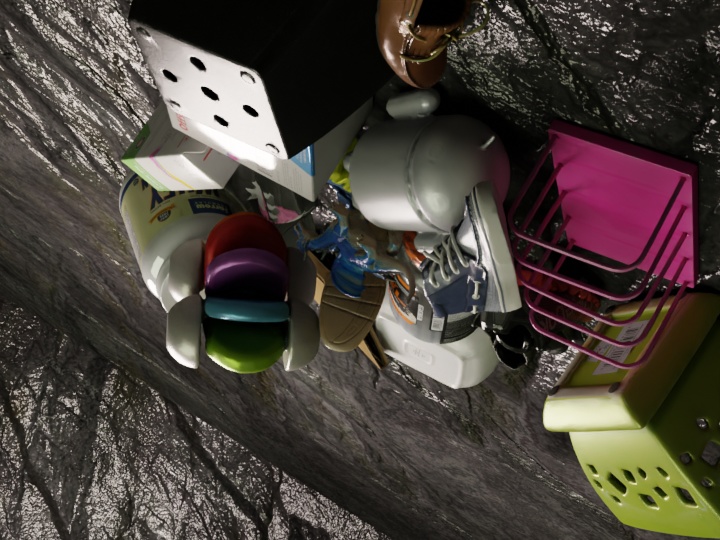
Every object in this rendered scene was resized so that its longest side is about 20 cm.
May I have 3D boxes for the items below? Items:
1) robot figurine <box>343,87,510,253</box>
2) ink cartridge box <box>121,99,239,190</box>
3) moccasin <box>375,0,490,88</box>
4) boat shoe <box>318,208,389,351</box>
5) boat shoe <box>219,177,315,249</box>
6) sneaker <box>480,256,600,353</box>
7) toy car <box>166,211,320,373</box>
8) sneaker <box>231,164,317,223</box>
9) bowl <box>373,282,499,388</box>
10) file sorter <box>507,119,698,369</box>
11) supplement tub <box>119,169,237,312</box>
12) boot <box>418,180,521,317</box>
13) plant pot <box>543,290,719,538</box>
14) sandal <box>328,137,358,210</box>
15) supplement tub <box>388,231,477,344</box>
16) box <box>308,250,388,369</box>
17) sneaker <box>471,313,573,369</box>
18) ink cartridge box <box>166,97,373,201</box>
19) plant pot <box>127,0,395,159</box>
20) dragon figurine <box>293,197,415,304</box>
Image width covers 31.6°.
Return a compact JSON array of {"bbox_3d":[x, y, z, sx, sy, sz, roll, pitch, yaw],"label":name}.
[{"bbox_3d":[0.067,-0.095,1.254,0.200,0.113,0.170,6,117,53],"label":"robot figurine"},{"bbox_3d":[-0.181,-0.156,1.473,0.067,0.117,0.200,42,159,-29],"label":"ink cartridge box"},{"bbox_3d":[0.060,-0.218,1.048,0.078,0.074,0.202,34,152,19],"label":"moccasin"},{"bbox_3d":[0.000,0.000,1.473,0.072,0.201,0.065,9,167,7],"label":"boat shoe"},{"bbox_3d":[-0.134,-0.099,1.618,0.202,0.074,0.065,43,177,-28],"label":"boat shoe"},{"bbox_3d":[0.188,0.042,1.357,0.071,0.098,0.200,12,178,39],"label":"sneaker"},{"bbox_3d":[-0.131,0.017,1.455,0.174,0.201,0.150,4,136,-10],"label":"toy car"},{"bbox_3d":[-0.083,-0.112,1.465,0.200,0.086,0.081,-143,45,-60],"label":"sneaker"},{"bbox_3d":[0.094,0.081,1.695,0.199,0.075,0.200,27,158,11],"label":"bowl"},{"bbox_3d":[0.225,-0.016,1.188,0.139,0.126,0.200,23,158,26],"label":"file sorter"},{"bbox_3d":[-0.223,-0.045,1.646,0.145,0.145,0.200,55,-175,-48],"label":"supplement tub"},{"bbox_3d":[0.095,-0.010,1.179,0.090,0.073,0.200,-11,149,7],"label":"boot"},{"bbox_3d":[0.322,0.139,1.320,0.181,0.200,0.199,45,158,-13],"label":"plant pot"},{"bbox_3d":[-0.030,-0.122,1.397,0.200,0.080,0.087,44,161,-26],"label":"sandal"},{"bbox_3d":[0.092,-0.005,1.418,0.122,0.123,0.200,28,159,12],"label":"supplement tub"},{"bbox_3d":[-0.044,0.031,1.739,0.200,0.021,0.164,44,168,40],"label":"box"},{"bbox_3d":[0.190,0.073,1.483,0.060,0.104,0.200,20,157,30],"label":"sneaker"},{"bbox_3d":[-0.102,-0.187,1.269,0.199,0.125,0.129,29,160,10],"label":"ink cartridge box"},{"bbox_3d":[-0.083,-0.218,1.093,0.199,0.178,0.200,24,158,19],"label":"plant pot"},{"bbox_3d":[0.003,-0.011,1.346,0.200,0.059,0.100,44,142,32],"label":"dragon figurine"}]
